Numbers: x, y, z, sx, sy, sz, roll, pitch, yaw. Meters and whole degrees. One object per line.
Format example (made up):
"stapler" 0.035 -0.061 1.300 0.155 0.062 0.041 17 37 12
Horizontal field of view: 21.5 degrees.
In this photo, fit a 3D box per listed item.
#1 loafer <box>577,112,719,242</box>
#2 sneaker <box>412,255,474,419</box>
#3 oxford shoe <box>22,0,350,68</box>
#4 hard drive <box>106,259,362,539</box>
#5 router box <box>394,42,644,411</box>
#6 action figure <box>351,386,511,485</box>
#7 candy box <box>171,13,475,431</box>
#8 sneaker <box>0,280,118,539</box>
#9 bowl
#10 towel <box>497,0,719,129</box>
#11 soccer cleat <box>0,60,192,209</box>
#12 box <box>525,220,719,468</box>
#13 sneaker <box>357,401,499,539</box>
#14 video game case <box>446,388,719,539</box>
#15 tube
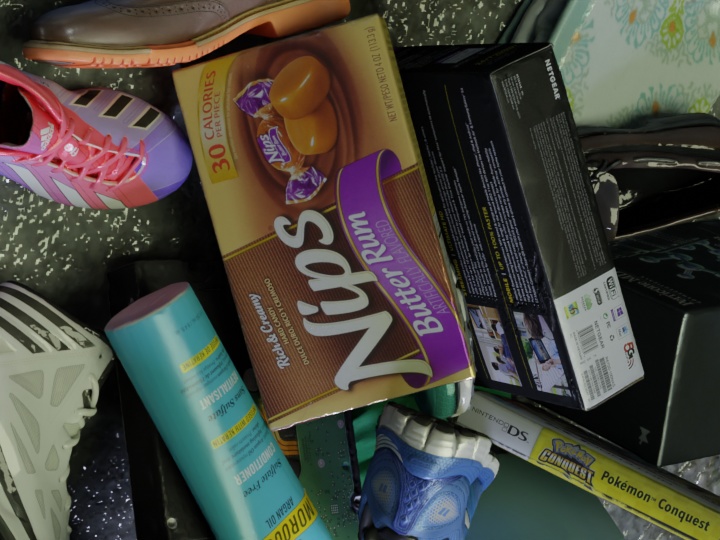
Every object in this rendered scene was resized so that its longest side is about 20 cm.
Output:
"loafer" 0.159 -0.049 1.176 0.199 0.063 0.072 -16 132 -23
"sneaker" 0.000 0.000 1.088 0.080 0.077 0.200 -29 92 -21
"oxford shoe" -0.093 -0.149 0.987 0.200 0.071 0.073 -22 111 -41
"hard drive" -0.067 0.094 1.066 0.139 0.038 0.201 -2 79 -39
"router box" 0.074 -0.028 1.083 0.051 0.149 0.201 -26 109 -28
"action figure" 0.012 0.093 1.177 0.200 0.055 0.118 -24 124 -35
"candy box" -0.018 -0.026 1.019 0.116 0.056 0.201 -14 94 5
"sneaker" -0.160 0.098 1.006 0.115 0.076 0.201 -32 111 -27
"bowl" 0.109 0.226 1.196 0.200 0.105 0.202 -9 108 -28
"towel" 0.173 -0.141 1.216 0.171 0.048 0.200 37 84 -42
"soccer cleat" -0.157 -0.068 0.954 0.200 0.076 0.067 20 95 -42
"box" 0.222 0.043 1.266 0.200 0.148 0.107 -7 113 -38
"sneaker" 0.029 0.130 1.075 0.200 0.078 0.089 56 55 -78
"video game case" 0.163 0.126 1.176 0.026 0.180 0.200 -65 159 1
"tube" -0.068 0.104 1.012 0.077 0.050 0.200 -39 108 -40
